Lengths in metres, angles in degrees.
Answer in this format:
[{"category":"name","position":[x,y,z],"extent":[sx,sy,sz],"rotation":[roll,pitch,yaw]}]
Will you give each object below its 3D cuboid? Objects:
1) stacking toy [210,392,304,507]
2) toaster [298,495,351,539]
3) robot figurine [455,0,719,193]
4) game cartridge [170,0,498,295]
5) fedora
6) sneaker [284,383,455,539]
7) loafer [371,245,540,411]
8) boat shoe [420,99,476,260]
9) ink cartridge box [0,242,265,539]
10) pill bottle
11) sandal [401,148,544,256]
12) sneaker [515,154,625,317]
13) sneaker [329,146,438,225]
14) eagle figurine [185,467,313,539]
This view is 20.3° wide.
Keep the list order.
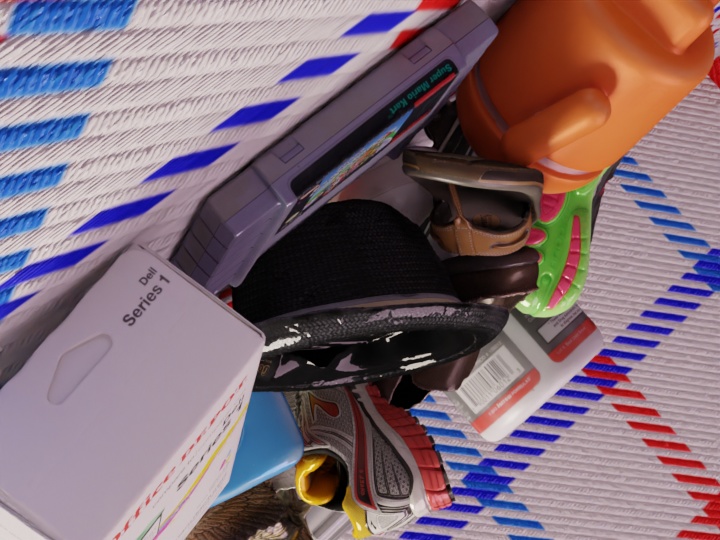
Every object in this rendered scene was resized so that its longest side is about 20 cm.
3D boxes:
[{"category":"stacking toy","position":[-0.102,0.081,1.378],"extent":[0.115,0.110,0.200],"rotation":[-26,-172,6]},{"category":"toaster","position":[-0.051,0.145,1.691],"extent":[0.119,0.200,0.181],"rotation":[-44,177,-12]},{"category":"robot figurine","position":[0.134,-0.124,1.225],"extent":[0.116,0.145,0.200],"rotation":[12,141,-32]},{"category":"game cartridge","position":[-0.016,-0.060,1.093],"extent":[0.200,0.038,0.130],"rotation":[-40,179,-25]},{"category":"fedora","position":[-0.010,0.011,1.211],"extent":[0.199,0.092,0.201],"rotation":[-11,168,-2]},{"category":"sneaker","position":[-0.020,0.109,1.349],"extent":[0.082,0.078,0.200],"rotation":[-28,-147,-16]},{"category":"loafer","position":[0.063,0.042,1.333],"extent":[0.073,0.072,0.200],"rotation":[-9,162,-29]},{"category":"boat shoe","position":[0.071,-0.086,1.363],"extent":[0.201,0.071,0.072],"rotation":[-61,161,2]},{"category":"ink cartridge box","position":[-0.128,0.100,1.005],"extent":[0.145,0.084,0.200],"rotation":[-51,171,-26]},{"category":"pill bottle","position":[0.071,0.014,1.452],"extent":[0.116,0.200,0.116],"rotation":[-41,175,-4]},{"category":"sandal","position":[0.067,-0.032,1.206],"extent":[0.200,0.081,0.055],"rotation":[65,33,-78]},{"category":"sneaker","position":[0.139,-0.068,1.373],"extent":[0.084,0.076,0.201],"rotation":[-166,-81,-82]},{"category":"sneaker","position":[0.000,0.000,1.317],"extent":[0.074,0.100,0.200],"rotation":[9,137,-41]},{"category":"eagle figurine","position":[-0.115,0.179,1.406],"extent":[0.199,0.152,0.151],"rotation":[4,163,-45]}]
